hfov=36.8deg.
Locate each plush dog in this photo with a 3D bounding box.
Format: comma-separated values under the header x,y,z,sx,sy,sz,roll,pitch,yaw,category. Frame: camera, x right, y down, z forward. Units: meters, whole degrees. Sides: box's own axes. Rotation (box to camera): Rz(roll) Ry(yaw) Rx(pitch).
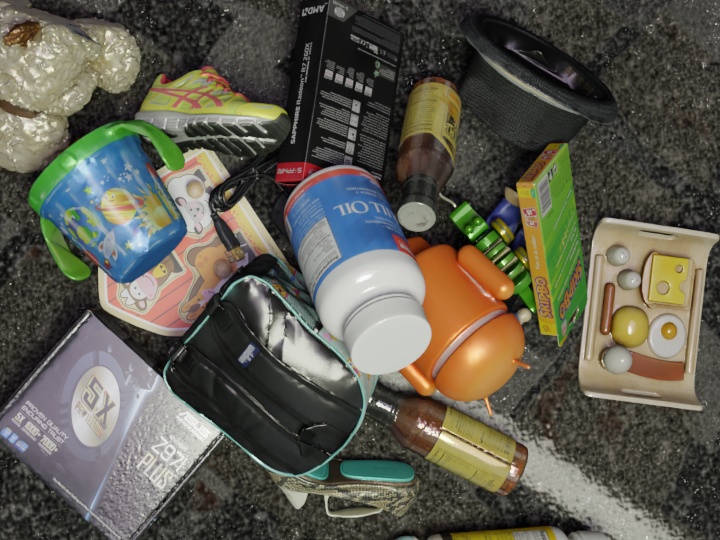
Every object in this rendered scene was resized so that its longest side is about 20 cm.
x,y,z,sx,sy,sz,roll,pitch,yaw,category
-0.347,-0.185,1.139,0.197,0.161,0.174,16,111,-5,plush dog

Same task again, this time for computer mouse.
x,y,z,sx,sy,sz,roll,pitch,yaw,category
-0.074,-0.041,1.187,0.140,0.046,0.202,-35,93,-19,computer mouse

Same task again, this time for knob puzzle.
x,y,z,sx,sy,sz,roll,pitch,yaw,category
-0.204,-0.016,1.197,0.215,0.030,0.224,0,90,-6,knob puzzle

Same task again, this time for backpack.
x,y,z,sx,sy,sz,roll,pitch,yaw,category
-0.081,0.103,1.135,0.200,0.153,0.176,43,108,2,backpack

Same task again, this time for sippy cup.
x,y,z,sx,sy,sz,roll,pitch,yaw,category
-0.254,-0.063,1.129,0.139,0.178,0.131,-39,87,-25,sippy cup

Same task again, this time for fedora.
x,y,z,sx,sy,sz,roll,pitch,yaw,category
0.181,-0.194,1.190,0.198,0.201,0.092,28,118,-5,fedora

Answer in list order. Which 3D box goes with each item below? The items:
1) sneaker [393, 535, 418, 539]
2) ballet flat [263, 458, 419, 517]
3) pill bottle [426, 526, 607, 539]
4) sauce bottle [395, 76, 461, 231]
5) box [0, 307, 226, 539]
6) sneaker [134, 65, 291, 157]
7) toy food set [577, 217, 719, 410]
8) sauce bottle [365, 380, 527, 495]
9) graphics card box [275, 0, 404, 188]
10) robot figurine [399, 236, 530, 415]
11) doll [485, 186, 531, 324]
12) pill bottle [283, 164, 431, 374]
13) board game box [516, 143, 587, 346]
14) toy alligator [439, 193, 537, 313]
x,y,z,sx,sy,sz,roll,pitch,yaw,category
-0.026,0.333,1.189,0.198,0.074,0.083,-29,95,-6,sneaker
-0.035,0.237,1.199,0.197,0.068,0.076,14,110,-7,ballet flat
0.174,0.342,1.188,0.196,0.114,0.117,-2,90,-6,pill bottle
0.071,-0.124,1.153,0.065,0.066,0.202,15,49,-5,sauce bottle
-0.267,0.168,1.161,0.200,0.086,0.164,43,85,-4,box
-0.158,-0.177,1.151,0.197,0.078,0.092,7,73,27,sneaker
0.332,0.050,1.233,0.141,0.060,0.204,7,89,-5,toy food set
0.087,0.179,1.199,0.198,0.066,0.067,29,87,-3,sauce bottle
-0.020,-0.178,1.168,0.124,0.050,0.204,13,84,-45,graphics card box
0.093,0.055,1.143,0.143,0.117,0.200,-39,68,-6,robot figurine
0.140,0.009,1.221,0.135,0.048,0.202,28,90,0,doll
0.000,0.000,1.068,0.111,0.113,0.202,-20,50,-5,pill bottle
0.211,-0.025,1.170,0.030,0.096,0.203,3,122,34,board game box
0.132,-0.034,1.169,0.059,0.054,0.201,-39,91,-1,toy alligator
